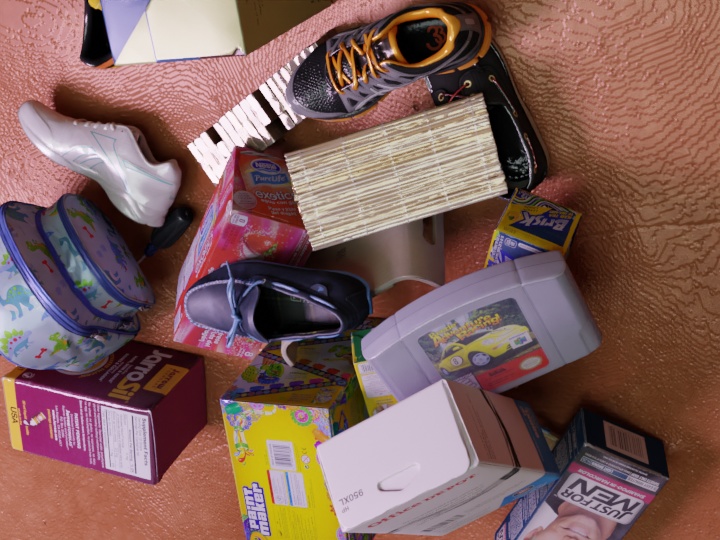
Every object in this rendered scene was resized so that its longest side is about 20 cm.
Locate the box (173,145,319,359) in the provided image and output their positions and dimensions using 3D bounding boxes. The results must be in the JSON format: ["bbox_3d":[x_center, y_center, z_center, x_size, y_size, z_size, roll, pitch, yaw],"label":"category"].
[{"bbox_3d":[-0.119,-0.015,1.172,0.094,0.100,0.201,15,131,-18],"label":"box"}]

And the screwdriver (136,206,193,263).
[{"bbox_3d":[-0.251,-0.009,1.304,0.200,0.028,0.029,-44,64,34],"label":"screwdriver"}]

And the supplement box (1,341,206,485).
[{"bbox_3d":[-0.298,0.156,1.338,0.198,0.131,0.104,10,117,17],"label":"supplement box"}]

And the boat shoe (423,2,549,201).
[{"bbox_3d":[0.108,-0.158,1.064,0.073,0.063,0.202,-28,99,32],"label":"boat shoe"}]

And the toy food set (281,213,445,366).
[{"bbox_3d":[0.000,0.000,1.141,0.199,0.145,0.060,-31,129,31],"label":"toy food set"}]

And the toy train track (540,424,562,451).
[{"bbox_3d":[0.144,0.147,1.210,0.198,0.033,0.115,26,124,0],"label":"toy train track"}]

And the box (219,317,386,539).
[{"bbox_3d":[-0.041,0.180,1.206,0.120,0.193,0.202,2,114,21],"label":"box"}]

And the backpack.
[{"bbox_3d":[-0.329,0.007,1.226,0.146,0.200,0.184,-35,80,11],"label":"backpack"}]

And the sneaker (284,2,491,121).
[{"bbox_3d":[0.017,-0.193,1.020,0.198,0.077,0.079,-21,89,19],"label":"sneaker"}]

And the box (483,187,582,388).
[{"bbox_3d":[0.150,0.021,1.094,0.069,0.065,0.201,22,139,11],"label":"box"}]

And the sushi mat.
[{"bbox_3d":[0.031,-0.090,1.056,0.198,0.012,0.097,-16,103,11],"label":"sushi mat"}]

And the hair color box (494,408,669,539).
[{"bbox_3d":[0.227,0.249,1.193,0.099,0.061,0.201,22,122,-7],"label":"hair color box"}]

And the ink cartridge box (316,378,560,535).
[{"bbox_3d":[0.075,0.177,1.042,0.144,0.199,0.085,-31,65,20],"label":"ink cartridge box"}]

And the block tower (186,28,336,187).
[{"bbox_3d":[-0.085,-0.164,1.144,0.199,0.054,0.058,-31,100,30],"label":"block tower"}]

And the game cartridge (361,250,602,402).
[{"bbox_3d":[0.108,0.060,1.027,0.198,0.041,0.134,-25,129,13],"label":"game cartridge"}]

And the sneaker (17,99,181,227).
[{"bbox_3d":[-0.279,-0.134,1.239,0.199,0.070,0.081,35,107,1],"label":"sneaker"}]

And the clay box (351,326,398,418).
[{"bbox_3d":[0.066,0.134,1.143,0.113,0.048,0.201,-11,132,4],"label":"clay box"}]

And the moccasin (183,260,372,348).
[{"bbox_3d":[-0.088,0.029,1.065,0.198,0.068,0.081,-6,110,28],"label":"moccasin"}]

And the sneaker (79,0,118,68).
[{"bbox_3d":[-0.229,-0.289,1.123,0.069,0.090,0.202,27,121,8],"label":"sneaker"}]

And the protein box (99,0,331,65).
[{"bbox_3d":[-0.135,-0.307,1.010,0.133,0.200,0.201,1,114,22],"label":"protein box"}]
